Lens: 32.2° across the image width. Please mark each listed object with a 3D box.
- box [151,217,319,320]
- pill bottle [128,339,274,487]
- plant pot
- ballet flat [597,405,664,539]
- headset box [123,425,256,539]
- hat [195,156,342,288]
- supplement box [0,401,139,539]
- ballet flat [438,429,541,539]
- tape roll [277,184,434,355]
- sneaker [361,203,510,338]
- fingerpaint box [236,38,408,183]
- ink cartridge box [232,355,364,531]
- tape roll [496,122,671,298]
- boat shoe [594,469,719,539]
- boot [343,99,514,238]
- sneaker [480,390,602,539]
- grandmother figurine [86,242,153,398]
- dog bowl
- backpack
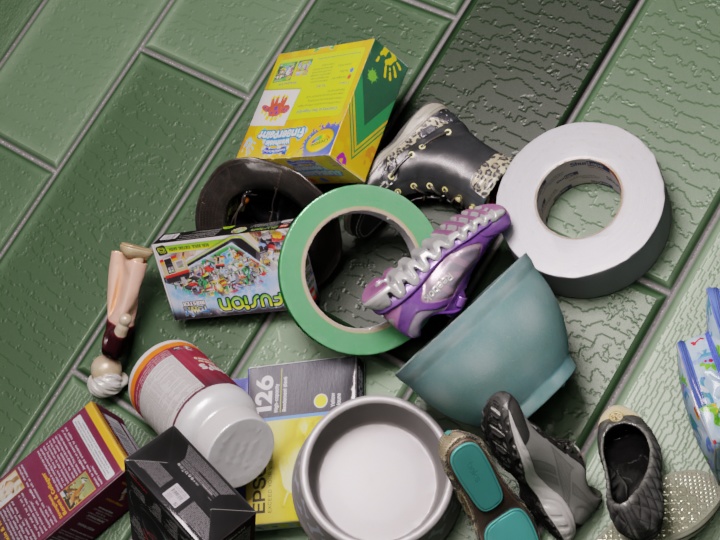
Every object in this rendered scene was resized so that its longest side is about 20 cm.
[{"bbox_3d":[-0.158,0.000,1.582,0.198,0.111,0.035,-6,21,22],"label":"box"},{"bbox_3d":[-0.190,0.171,1.490,0.110,0.110,0.200,-51,42,-6],"label":"pill bottle"},{"bbox_3d":[0.154,0.097,1.387,0.200,0.200,0.134,-43,87,-1],"label":"plant pot"},{"bbox_3d":[0.283,0.201,1.309,0.066,0.057,0.201,-21,27,14],"label":"ballet flat"},{"bbox_3d":[-0.194,0.297,1.422,0.075,0.201,0.148,-33,60,-30],"label":"headset box"},{"bbox_3d":[-0.108,-0.065,1.601,0.198,0.081,0.203,8,115,17],"label":"hat"},{"bbox_3d":[-0.366,0.277,1.555,0.200,0.086,0.111,-40,60,0],"label":"supplement box"},{"bbox_3d":[0.142,0.258,1.360,0.067,0.075,0.201,-29,100,-6],"label":"ballet flat"},{"bbox_3d":[0.000,0.000,1.497,0.198,0.048,0.203,0,87,-7],"label":"tape roll"},{"bbox_3d":[0.100,0.004,1.452,0.200,0.080,0.089,-39,101,-4],"label":"sneaker"},{"bbox_3d":[-0.051,-0.199,1.610,0.199,0.073,0.168,1,65,49],"label":"fingerpaint box"},{"bbox_3d":[-0.091,0.210,1.503,0.198,0.047,0.200,-8,66,15],"label":"ink cartridge box"},{"bbox_3d":[0.263,-0.072,1.475,0.198,0.066,0.203,-9,65,19],"label":"tape roll"},{"bbox_3d":[0.299,0.282,1.309,0.199,0.063,0.075,-37,54,-15],"label":"boat shoe"},{"bbox_3d":[0.087,-0.098,1.552,0.153,0.073,0.204,36,85,27],"label":"boot"},{"bbox_3d":[0.192,0.198,1.326,0.079,0.201,0.074,-38,29,-10],"label":"sneaker"},{"bbox_3d":[-0.314,0.067,1.619,0.060,0.121,0.202,14,92,-1],"label":"grandmother figurine"},{"bbox_3d":[0.019,0.233,1.406,0.197,0.059,0.202,0,66,1],"label":"dog bowl"},{"bbox_3d":[0.401,0.114,1.272,0.145,0.183,0.202,-13,58,14],"label":"backpack"}]
